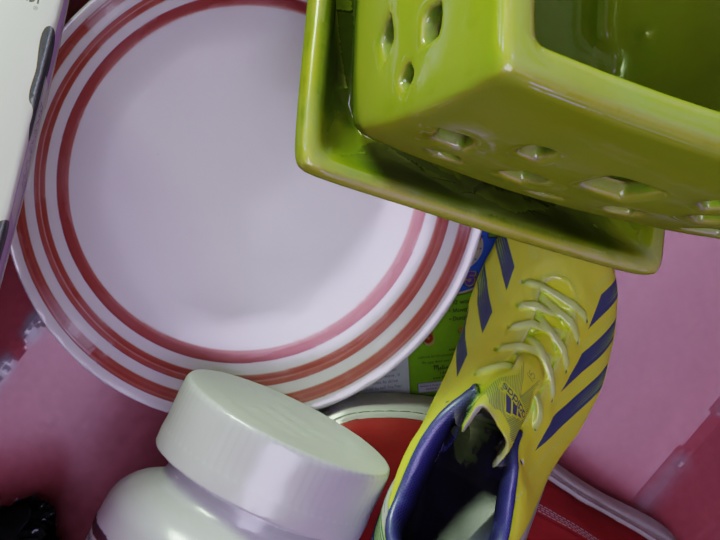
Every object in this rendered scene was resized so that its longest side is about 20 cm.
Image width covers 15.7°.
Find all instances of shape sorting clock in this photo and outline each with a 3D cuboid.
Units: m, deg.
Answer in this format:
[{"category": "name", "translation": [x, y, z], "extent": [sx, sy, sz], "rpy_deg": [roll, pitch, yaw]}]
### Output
[{"category": "shape sorting clock", "translation": [0.000, 0.000, 1.119], "extent": [0.199, 0.039, 0.201], "rpy_deg": [-3, 108, -10]}]

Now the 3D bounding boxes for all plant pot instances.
[{"category": "plant pot", "translation": [0.087, -0.111, 0.981], "extent": [0.198, 0.181, 0.201], "rpy_deg": [16, 68, -29]}]

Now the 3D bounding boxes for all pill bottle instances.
[{"category": "pill bottle", "translation": [-0.070, 0.149, 1.050], "extent": [0.109, 0.110, 0.201], "rpy_deg": [25, 98, -7]}]

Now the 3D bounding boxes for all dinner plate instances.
[{"category": "dinner plate", "translation": [-0.047, -0.036, 1.066], "extent": [0.199, 0.024, 0.201], "rpy_deg": [-3, 106, -11]}]

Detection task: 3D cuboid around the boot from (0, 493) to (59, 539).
[{"category": "boot", "translation": [-0.213, 0.152, 1.081], "extent": [0.162, 0.198, 0.074], "rpy_deg": [-2, 108, 6]}]

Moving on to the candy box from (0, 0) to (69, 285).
[{"category": "candy box", "translation": [-0.218, -0.061, 0.957], "extent": [0.199, 0.072, 0.169], "rpy_deg": [14, 69, -7]}]

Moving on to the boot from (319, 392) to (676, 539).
[{"category": "boot", "translation": [0.064, 0.133, 1.084], "extent": [0.199, 0.144, 0.073], "rpy_deg": [26, 113, -18]}]

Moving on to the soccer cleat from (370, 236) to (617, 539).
[{"category": "soccer cleat", "translation": [0.060, 0.052, 1.045], "extent": [0.064, 0.084, 0.201], "rpy_deg": [21, 67, 7]}]
